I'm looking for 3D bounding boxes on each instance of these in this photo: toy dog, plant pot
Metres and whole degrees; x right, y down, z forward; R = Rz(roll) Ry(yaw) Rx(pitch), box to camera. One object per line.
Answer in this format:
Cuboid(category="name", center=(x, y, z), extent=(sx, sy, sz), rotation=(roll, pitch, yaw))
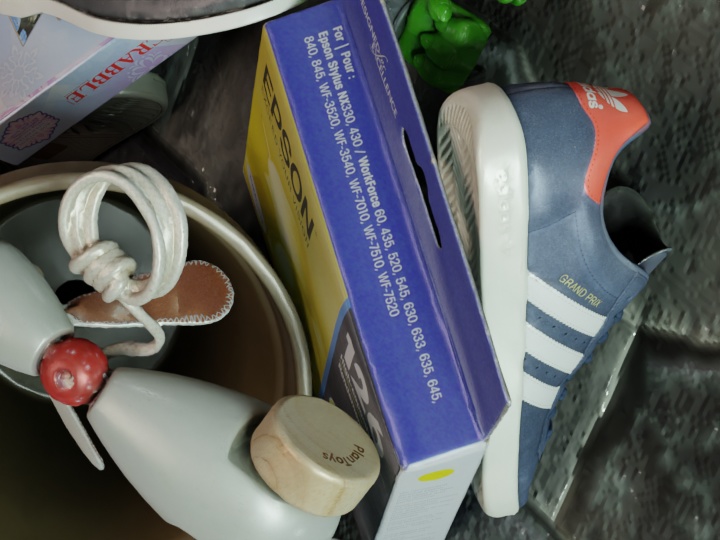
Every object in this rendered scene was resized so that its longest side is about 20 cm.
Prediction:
Cuboid(category="toy dog", center=(-0.071, 0.052, 0.892), extent=(0.132, 0.096, 0.200), rotation=(-33, 89, 24))
Cuboid(category="plant pot", center=(-0.130, 0.034, 1.015), extent=(0.174, 0.200, 0.200), rotation=(-116, 36, -72))

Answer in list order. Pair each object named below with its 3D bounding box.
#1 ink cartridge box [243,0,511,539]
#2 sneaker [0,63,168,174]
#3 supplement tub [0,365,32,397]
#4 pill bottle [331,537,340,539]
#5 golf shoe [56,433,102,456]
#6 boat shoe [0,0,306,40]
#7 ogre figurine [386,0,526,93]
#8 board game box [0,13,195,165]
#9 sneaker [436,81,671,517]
Cuboid(category="ink cartridge box", center=(0.000, 0.000, 0.905), extent=(0.200, 0.047, 0.198), rotation=(99, 155, -69))
Cuboid(category="sneaker", center=(-0.176, -0.108, 1.165), extent=(0.200, 0.075, 0.106), rotation=(-19, 70, 40))
Cuboid(category="supplement tub", center=(-0.249, 0.008, 1.135), extent=(0.122, 0.123, 0.200), rotation=(-14, 121, 48))
Cuboid(category="pill bottle", center=(-0.008, 0.221, 0.935), extent=(0.113, 0.113, 0.200), rotation=(-55, 53, 34))
Cuboid(category="golf shoe", center=(-0.111, 0.171, 1.083), extent=(0.200, 0.094, 0.078), rotation=(56, 162, -2))
Cuboid(category="boat shoe", center=(-0.101, -0.140, 0.959), extent=(0.200, 0.074, 0.060), rotation=(16, 120, 48))
Cuboid(category="ogre figurine", center=(0.024, -0.186, 0.907), extent=(0.120, 0.098, 0.200), rotation=(19, 117, 36))
Cuboid(category="board game box", center=(-0.135, -0.187, 1.076), extent=(0.199, 0.041, 0.200), rotation=(-32, 64, 19))
Cuboid(category="sneaker", center=(0.078, 0.014, 0.871), extent=(0.075, 0.084, 0.200), rotation=(-116, 20, -48))
